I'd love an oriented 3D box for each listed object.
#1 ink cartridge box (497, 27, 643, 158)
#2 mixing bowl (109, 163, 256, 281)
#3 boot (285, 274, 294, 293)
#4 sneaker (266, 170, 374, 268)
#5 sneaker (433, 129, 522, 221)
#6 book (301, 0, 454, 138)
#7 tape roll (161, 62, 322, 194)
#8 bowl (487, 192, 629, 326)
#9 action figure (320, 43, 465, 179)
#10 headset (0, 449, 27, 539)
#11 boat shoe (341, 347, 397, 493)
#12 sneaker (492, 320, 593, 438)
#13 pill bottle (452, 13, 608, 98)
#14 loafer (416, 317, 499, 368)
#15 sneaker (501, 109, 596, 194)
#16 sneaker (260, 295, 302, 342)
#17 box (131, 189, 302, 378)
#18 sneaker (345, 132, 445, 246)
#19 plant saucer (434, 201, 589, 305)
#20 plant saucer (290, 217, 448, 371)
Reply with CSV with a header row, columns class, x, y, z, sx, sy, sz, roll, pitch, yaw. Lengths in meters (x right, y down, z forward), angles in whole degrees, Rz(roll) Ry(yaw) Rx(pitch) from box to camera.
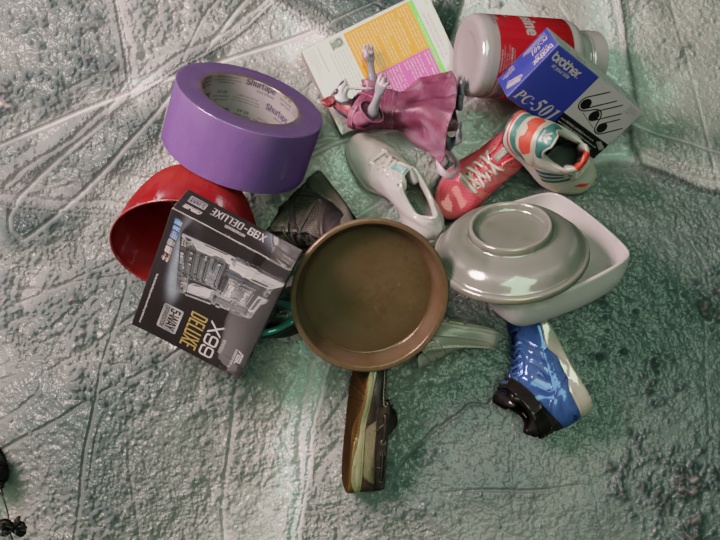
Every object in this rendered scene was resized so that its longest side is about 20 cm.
class,x,y,z,sx,sy,sz,roll,pitch,yaw
ink cartridge box,0.284,-0.234,1.205,0.094,0.199,0.044,-45,41,26
mixing bowl,-0.221,-0.068,1.181,0.198,0.201,0.109,5,54,-1
boot,0.000,0.000,1.231,0.198,0.074,0.097,8,72,-6
sneaker,-0.052,-0.043,1.193,0.114,0.076,0.200,-39,47,1
sneaker,0.179,-0.151,1.243,0.200,0.087,0.074,-41,84,-7
book,0.032,-0.293,1.280,0.198,0.048,0.135,-26,87,-5
tape roll,-0.155,-0.190,1.176,0.198,0.200,0.086,25,121,1
bowl,0.230,-0.007,1.189,0.198,0.075,0.200,-19,39,-16
action figure,0.043,-0.219,1.226,0.197,0.134,0.150,2,124,9
headset,-0.508,0.279,1.151,0.199,0.094,0.124,32,82,14
boat shoe,0.017,0.198,1.192,0.064,0.073,0.202,6,101,-17
sneaker,0.217,0.129,1.208,0.110,0.077,0.201,-29,84,-8
pill bottle,0.237,-0.295,1.244,0.198,0.112,0.114,-1,81,-17
loafer,0.089,0.098,1.215,0.197,0.070,0.071,2,91,7
sneaker,0.274,-0.144,1.198,0.093,0.199,0.071,34,95,47
sneaker,-0.163,0.061,1.197,0.197,0.091,0.079,-7,81,-3
box,-0.180,0.022,1.100,0.157,0.050,0.201,28,126,-2
sneaker,0.051,-0.128,1.222,0.075,0.089,0.200,-36,70,-11
plant saucer,0.191,-0.039,1.137,0.198,0.051,0.201,-5,37,4
plant saucer,0.011,0.029,1.112,0.198,0.030,0.202,-2,109,-6
